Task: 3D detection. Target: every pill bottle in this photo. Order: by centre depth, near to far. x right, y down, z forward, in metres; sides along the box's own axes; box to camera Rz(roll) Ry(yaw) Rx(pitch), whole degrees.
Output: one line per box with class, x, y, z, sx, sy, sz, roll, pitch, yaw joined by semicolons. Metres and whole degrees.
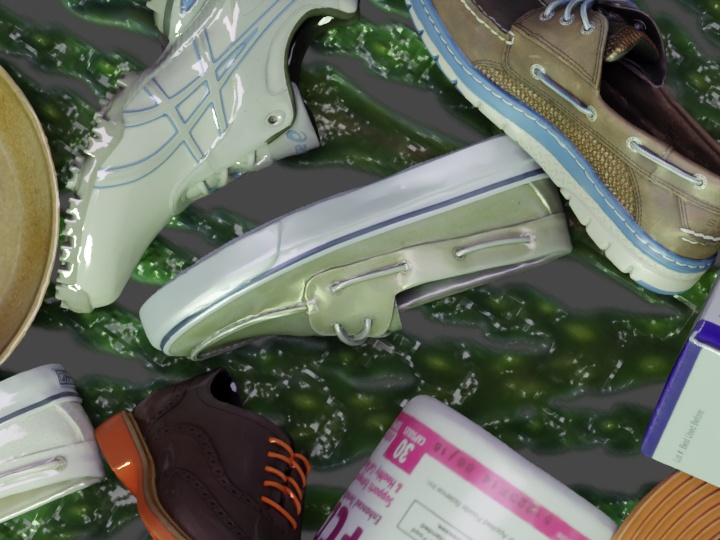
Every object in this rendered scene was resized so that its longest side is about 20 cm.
pill bottle;0.014;0.164;1.090;0.113;0.113;0.200;34;87;9

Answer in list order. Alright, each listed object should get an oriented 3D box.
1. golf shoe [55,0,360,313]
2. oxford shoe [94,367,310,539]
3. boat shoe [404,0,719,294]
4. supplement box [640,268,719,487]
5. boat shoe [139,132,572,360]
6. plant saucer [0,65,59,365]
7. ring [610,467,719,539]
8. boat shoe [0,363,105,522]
golf shoe;-0.070;-0.063;1.150;0.097;0.078;0.200;25;87;2
oxford shoe;-0.053;0.098;1.078;0.073;0.200;0.071;-37;125;-4
boat shoe;0.101;-0.086;1.119;0.200;0.072;0.072;49;125;14
supplement box;0.208;-0.003;1.063;0.103;0.101;0.200;24;60;7
boat shoe;0.000;0.000;1.135;0.200;0.072;0.062;-24;79;-1
plant saucer;-0.232;-0.021;1.173;0.200;0.035;0.200;-1;83;9
ring;0.185;0.169;1.080;0.200;0.019;0.201;0;89;-19
boat shoe;-0.208;0.117;1.143;0.200;0.071;0.070;-27;78;-5
